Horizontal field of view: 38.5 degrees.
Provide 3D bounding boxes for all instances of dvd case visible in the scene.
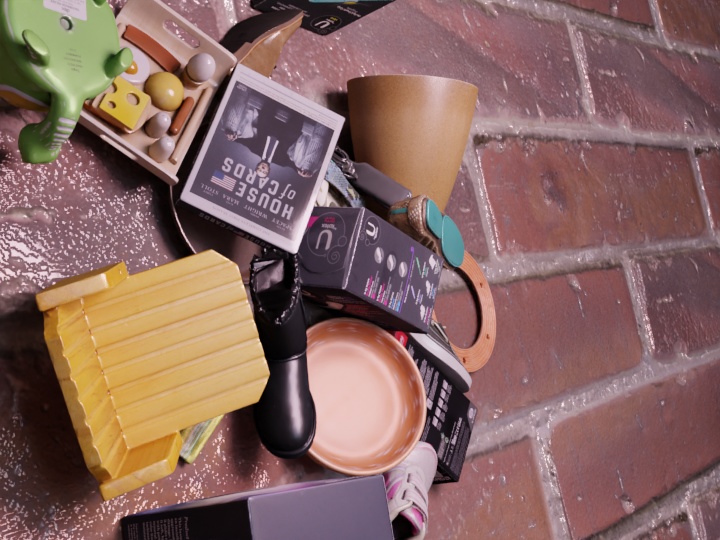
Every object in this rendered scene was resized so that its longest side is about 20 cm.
[{"bbox_3d":[-0.114,-0.130,1.213,0.150,0.025,0.201,25,62,-15],"label":"dvd case"}]

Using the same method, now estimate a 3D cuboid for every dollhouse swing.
[{"bbox_3d":[-0.188,0.085,1.009,0.182,0.175,0.201,-136,-149,-82],"label":"dollhouse swing"}]

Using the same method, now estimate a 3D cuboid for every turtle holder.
[{"bbox_3d":[-0.312,-0.213,1.031,0.141,0.131,0.186,-40,108,-50],"label":"turtle holder"}]

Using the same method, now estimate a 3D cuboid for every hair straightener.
[{"bbox_3d":[-0.015,-0.144,1.357,0.200,0.077,0.041,39,86,6],"label":"hair straightener"}]

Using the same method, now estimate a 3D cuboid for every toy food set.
[{"bbox_3d":[-0.231,-0.209,1.157,0.143,0.060,0.201,34,51,-21],"label":"toy food set"}]

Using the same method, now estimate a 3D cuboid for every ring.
[{"bbox_3d":[0.143,0.056,1.566,0.200,0.019,0.202,20,62,-44],"label":"ring"}]

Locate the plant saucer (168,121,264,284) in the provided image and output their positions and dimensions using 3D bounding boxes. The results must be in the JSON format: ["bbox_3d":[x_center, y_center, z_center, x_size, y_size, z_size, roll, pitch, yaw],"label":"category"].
[{"bbox_3d":[-0.159,-0.079,1.244,0.200,0.032,0.202,21,61,-44],"label":"plant saucer"}]

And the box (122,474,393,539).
[{"bbox_3d":[-0.100,0.285,1.050,0.199,0.198,0.124,4,74,-50],"label":"box"}]

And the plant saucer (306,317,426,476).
[{"bbox_3d":[-0.013,0.158,1.283,0.199,0.037,0.201,11,64,-23],"label":"plant saucer"}]

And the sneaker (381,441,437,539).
[{"bbox_3d":[0.054,0.301,1.298,0.081,0.088,0.200,50,53,-25],"label":"sneaker"}]

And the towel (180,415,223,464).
[{"bbox_3d":[-0.225,0.113,1.106,0.200,0.018,0.086,52,43,-24],"label":"towel"}]

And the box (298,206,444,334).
[{"bbox_3d":[0.000,0.000,1.299,0.200,0.122,0.107,29,70,-51],"label":"box"}]

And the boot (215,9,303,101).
[{"bbox_3d":[-0.134,-0.278,1.332,0.200,0.073,0.076,-50,134,-42],"label":"boot"}]

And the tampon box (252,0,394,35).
[{"bbox_3d":[-0.032,-0.428,1.389,0.149,0.199,0.127,9,69,-49],"label":"tampon box"}]

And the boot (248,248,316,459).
[{"bbox_3d":[-0.089,0.088,1.155,0.163,0.073,0.199,92,-5,-53],"label":"boot"}]

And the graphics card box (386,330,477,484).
[{"bbox_3d":[0.077,0.188,1.413,0.200,0.051,0.126,44,48,-30],"label":"graphics card box"}]

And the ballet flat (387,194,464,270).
[{"bbox_3d":[0.086,-0.051,1.371,0.200,0.065,0.071,46,46,-62],"label":"ballet flat"}]

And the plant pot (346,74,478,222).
[{"bbox_3d":[0.066,-0.160,1.450,0.186,0.186,0.201,2,93,-50],"label":"plant pot"}]

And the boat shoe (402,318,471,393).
[{"bbox_3d":[0.096,0.097,1.449,0.200,0.070,0.064,46,54,-28],"label":"boat shoe"}]

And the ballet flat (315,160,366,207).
[{"bbox_3d":[-0.049,-0.099,1.328,0.200,0.074,0.075,36,50,-53],"label":"ballet flat"}]
